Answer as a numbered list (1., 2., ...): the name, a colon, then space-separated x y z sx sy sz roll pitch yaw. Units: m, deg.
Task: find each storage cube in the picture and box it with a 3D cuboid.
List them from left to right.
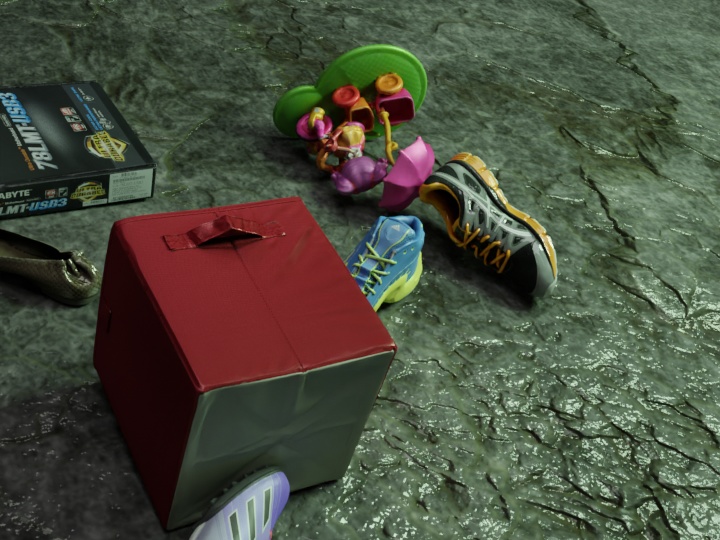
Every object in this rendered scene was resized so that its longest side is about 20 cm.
1. storage cube: -0.102 0.070 0.842 0.171 0.200 0.180 -10 49 -31

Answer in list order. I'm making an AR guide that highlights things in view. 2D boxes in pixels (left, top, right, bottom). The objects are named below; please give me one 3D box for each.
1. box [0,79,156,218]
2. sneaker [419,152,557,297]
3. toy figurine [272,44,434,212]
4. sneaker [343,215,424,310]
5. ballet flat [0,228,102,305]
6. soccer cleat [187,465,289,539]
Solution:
1. box: -0.354 -0.139 1.147 0.198 0.050 0.200 -9 42 -31
2. sneaker: 0.143 -0.043 1.169 0.077 0.078 0.200 -25 63 -29
3. toy figurine: 0.007 -0.149 1.244 0.200 0.150 0.184 -15 51 -3
4. sneaker: 0.000 0.000 1.042 0.076 0.105 0.200 29 38 18
5. ballet flat: -0.341 -0.021 0.996 0.200 0.046 0.067 20 36 6
6. soccer cleat: -0.103 0.222 0.748 0.073 0.068 0.200 30 43 18
